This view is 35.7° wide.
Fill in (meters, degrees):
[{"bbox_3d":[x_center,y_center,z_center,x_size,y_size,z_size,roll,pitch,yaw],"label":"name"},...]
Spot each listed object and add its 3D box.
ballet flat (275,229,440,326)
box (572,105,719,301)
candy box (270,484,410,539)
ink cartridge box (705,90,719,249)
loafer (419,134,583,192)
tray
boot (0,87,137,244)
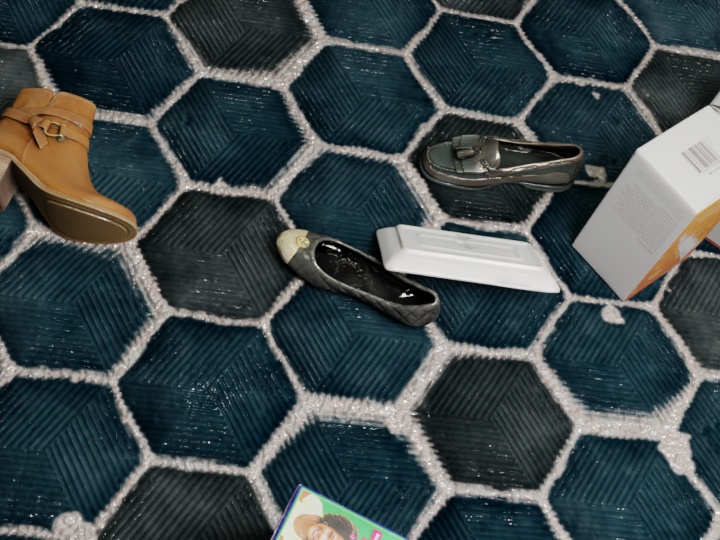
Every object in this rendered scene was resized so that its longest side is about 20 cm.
[{"bbox_3d":[0.000,0.000,1.244,0.200,0.057,0.067,25,58,2],"label":"ballet flat"},{"bbox_3d":[0.348,-0.073,1.281,0.124,0.200,0.098,-31,71,-25],"label":"box"},{"bbox_3d":[0.007,0.289,1.015,0.200,0.169,0.077,25,62,2],"label":"candy box"},{"bbox_3d":[0.477,-0.135,1.414,0.144,0.084,0.200,37,60,10],"label":"ink cartridge box"},{"bbox_3d":[0.173,-0.140,1.360,0.199,0.063,0.072,2,60,-12],"label":"loafer"},{"bbox_3d":[0.121,-0.019,1.268,0.199,0.022,0.107,8,23,-9],"label":"tray"},{"bbox_3d":[-0.321,-0.119,1.239,0.200,0.077,0.156,15,54,4],"label":"boot"}]
